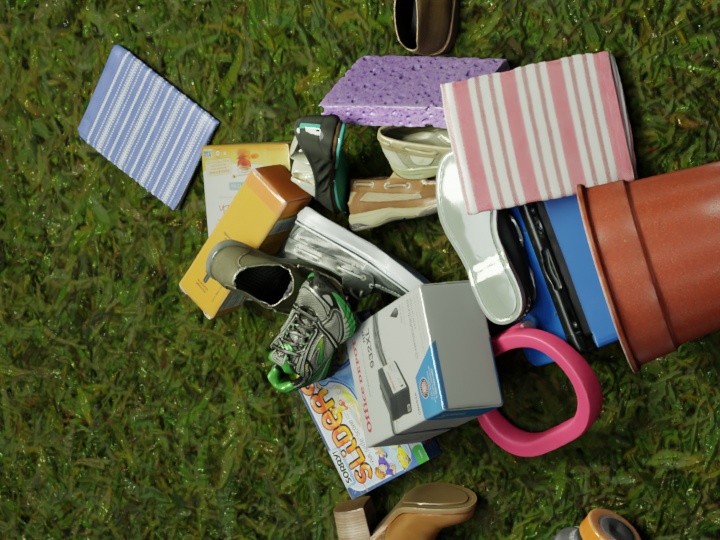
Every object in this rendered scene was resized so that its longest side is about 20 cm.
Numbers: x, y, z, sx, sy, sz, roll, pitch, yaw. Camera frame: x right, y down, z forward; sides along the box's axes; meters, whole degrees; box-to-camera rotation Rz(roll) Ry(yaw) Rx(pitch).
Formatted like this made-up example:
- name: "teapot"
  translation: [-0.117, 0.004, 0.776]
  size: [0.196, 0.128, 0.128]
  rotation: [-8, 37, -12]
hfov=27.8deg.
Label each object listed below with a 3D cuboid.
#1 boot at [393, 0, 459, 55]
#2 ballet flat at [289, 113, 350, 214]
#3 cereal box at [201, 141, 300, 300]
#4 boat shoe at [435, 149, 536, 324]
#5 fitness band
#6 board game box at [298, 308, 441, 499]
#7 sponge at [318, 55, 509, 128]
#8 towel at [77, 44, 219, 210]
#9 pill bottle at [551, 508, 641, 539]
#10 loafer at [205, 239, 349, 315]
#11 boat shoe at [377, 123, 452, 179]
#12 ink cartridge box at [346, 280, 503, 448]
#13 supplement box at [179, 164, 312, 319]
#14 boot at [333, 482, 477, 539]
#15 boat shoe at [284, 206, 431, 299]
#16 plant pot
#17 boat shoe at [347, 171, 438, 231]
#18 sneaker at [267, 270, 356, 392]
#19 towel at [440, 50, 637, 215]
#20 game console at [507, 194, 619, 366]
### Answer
- name: "boot"
  translation: [0.077, -0.346, 1.656]
  size: [0.073, 0.075, 0.203]
  rotation: [8, 102, 33]
- name: "ballet flat"
  translation: [-0.048, -0.131, 1.720]
  size: [0.067, 0.201, 0.069]
  rotation: [10, 66, 6]
- name: "cereal box"
  translation: [-0.132, -0.062, 1.862]
  size: [0.142, 0.039, 0.203]
  rotation: [1, 99, 33]
- name: "boat shoe"
  translation: [0.140, -0.039, 1.618]
  size: [0.075, 0.060, 0.203]
  rotation: [-16, 88, 29]
- name: "fitness band"
  translation: [0.192, 0.136, 1.654]
  size: [0.144, 0.037, 0.200]
  rotation: [54, 143, 1]
- name: "board game box"
  translation: [0.000, 0.168, 1.822]
  size: [0.135, 0.034, 0.202]
  rotation: [-32, 81, 33]
- name: "sponge"
  translation: [0.062, -0.206, 1.670]
  size: [0.198, 0.112, 0.030]
  rotation: [6, 131, 32]
- name: "towel"
  translation: [-0.287, -0.193, 1.954]
  size: [0.199, 0.024, 0.146]
  rotation: [38, 114, 20]
- name: "pill bottle"
  translation: [0.242, 0.367, 1.661]
  size: [0.106, 0.106, 0.201]
  rotation: [39, 116, 21]
- name: "loafer"
  translation: [-0.094, 0.024, 1.767]
  size: [0.076, 0.198, 0.070]
  rotation: [-65, 33, 15]
- name: "boat shoe"
  translation: [0.119, -0.154, 1.642]
  size: [0.198, 0.063, 0.074]
  rotation: [-7, 54, 22]
- name: "ink cartridge box"
  translation: [0.069, 0.111, 1.678]
  size: [0.200, 0.083, 0.147]
  rotation: [-36, 62, 58]
- name: "supplement box"
  translation: [-0.144, -0.035, 1.813]
  size: [0.067, 0.069, 0.201]
  rotation: [45, 117, 16]
- name: "boot"
  translation: [0.071, 0.350, 1.798]
  size: [0.198, 0.074, 0.157]
  rotation: [-12, 102, 29]
- name: "boat shoe"
  translation: [0.000, 0.000, 1.752]
  size: [0.199, 0.072, 0.071]
  rotation: [31, 94, 13]
- name: "plant pot"
  translation: [0.340, -0.021, 1.470]
  size: [0.193, 0.201, 0.203]
  rotation: [-18, 89, 13]
- name: "boat shoe"
  translation: [0.063, -0.097, 1.711]
  size: [0.198, 0.075, 0.075]
  rotation: [-11, 90, 33]
- name: "sneaker"
  translation: [-0.062, 0.082, 1.729]
  size: [0.078, 0.085, 0.201]
  rotation: [43, 145, 24]
- name: "towel"
  translation: [0.193, -0.149, 1.575]
  size: [0.197, 0.030, 0.148]
  rotation: [-11, 90, -4]
- name: "game console"
  translation: [0.241, -0.012, 1.644]
  size: [0.170, 0.117, 0.202]
  rotation: [-26, 83, 64]
